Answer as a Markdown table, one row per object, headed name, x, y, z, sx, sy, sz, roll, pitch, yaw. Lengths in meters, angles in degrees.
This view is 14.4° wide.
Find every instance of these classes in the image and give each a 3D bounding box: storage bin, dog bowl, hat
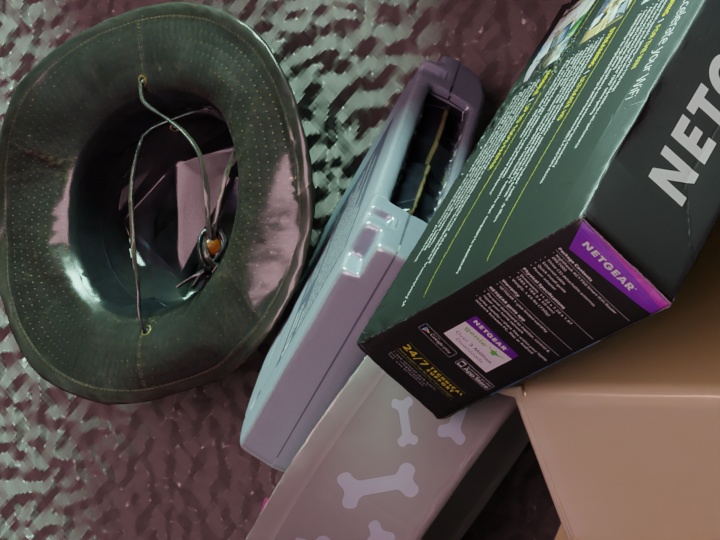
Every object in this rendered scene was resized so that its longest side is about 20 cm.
| name | x | y | z | sx | sy | sz | roll | pitch | yaw |
| --- | --- | --- | --- | --- | --- | --- | --- | --- | --- |
| storage bin | 0.184 | 0.017 | 1.117 | 0.200 | 0.094 | 0.199 | -1 | 41 | 30 |
| dog bowl | 0.023 | 0.079 | 1.183 | 0.059 | 0.200 | 0.200 | 36 | 103 | 9 |
| hat | -0.079 | -0.030 | 1.324 | 0.200 | 0.081 | 0.201 | -2 | 86 | 38 |

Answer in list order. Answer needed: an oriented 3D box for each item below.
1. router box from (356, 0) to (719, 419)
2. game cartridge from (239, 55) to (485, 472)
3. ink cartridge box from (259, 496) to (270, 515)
| name | x | y | z | sx | sy | sz | roll | pitch | yaw |
| --- | --- | --- | --- | --- | --- | --- | --- | --- | --- |
| router box | 0.095 | -0.049 | 1.076 | 0.051 | 0.200 | 0.149 | 41 | 145 | -13 |
| game cartridge | 0.000 | 0.000 | 1.217 | 0.041 | 0.200 | 0.133 | 32 | 118 | -6 |
| ink cartridge box | 0.030 | 0.177 | 1.273 | 0.200 | 0.037 | 0.095 | 19 | 94 | 28 |
